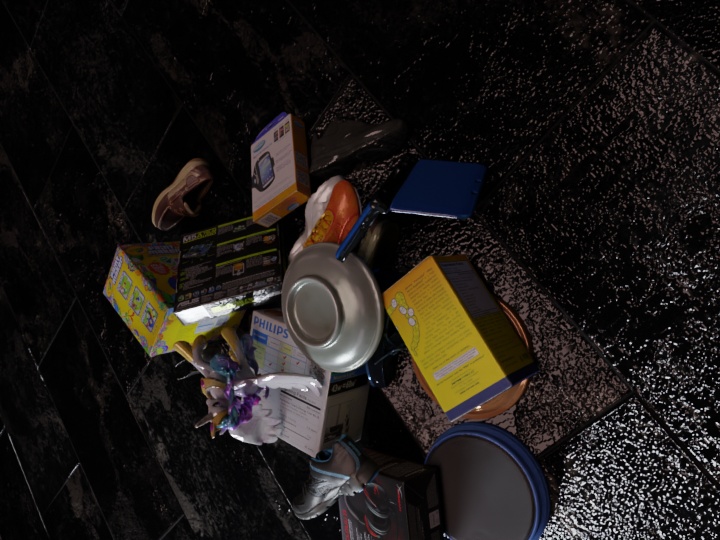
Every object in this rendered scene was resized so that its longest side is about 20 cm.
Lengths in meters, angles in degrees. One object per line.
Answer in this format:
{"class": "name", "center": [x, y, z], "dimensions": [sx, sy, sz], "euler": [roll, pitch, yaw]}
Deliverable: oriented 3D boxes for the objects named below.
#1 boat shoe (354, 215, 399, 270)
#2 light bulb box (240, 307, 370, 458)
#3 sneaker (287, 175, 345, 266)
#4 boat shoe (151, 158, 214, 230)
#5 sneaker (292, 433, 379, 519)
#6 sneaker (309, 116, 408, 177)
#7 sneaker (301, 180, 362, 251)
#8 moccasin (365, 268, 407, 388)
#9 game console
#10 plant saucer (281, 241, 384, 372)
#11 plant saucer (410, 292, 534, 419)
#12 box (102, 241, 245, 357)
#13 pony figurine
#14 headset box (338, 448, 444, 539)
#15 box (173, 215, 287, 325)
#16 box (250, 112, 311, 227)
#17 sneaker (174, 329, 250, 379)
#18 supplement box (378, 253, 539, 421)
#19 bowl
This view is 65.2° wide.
{"class": "boat shoe", "center": [0.000, -0.001, 0.949], "dimensions": [0.066, 0.072, 0.201], "euler": [38, 111, 37]}
{"class": "light bulb box", "center": [-0.094, 0.185, 0.989], "dimensions": [0.198, 0.125, 0.200], "euler": [17, 102, 35]}
{"class": "sneaker", "center": [-0.050, -0.066, 0.983], "dimensions": [0.099, 0.078, 0.200], "euler": [31, 117, 21]}
{"class": "boat shoe", "center": [-0.378, -0.147, 1.209], "dimensions": [0.200, 0.072, 0.072], "euler": [-44, 67, 23]}
{"class": "sneaker", "center": [-0.052, 0.326, 0.892], "dimensions": [0.082, 0.073, 0.200], "euler": [51, 123, 9]}
{"class": "sneaker", "center": [-0.013, -0.222, 0.940], "dimensions": [0.200, 0.076, 0.091], "euler": [-13, 79, 34]}
{"class": "sneaker", "center": [-0.050, -0.047, 0.900], "dimensions": [0.073, 0.077, 0.200], "euler": [20, 98, 43]}
{"class": "moccasin", "center": [0.044, 0.099, 0.904], "dimensions": [0.068, 0.080, 0.200], "euler": [2, 108, 16]}
{"class": "game console", "center": [0.076, -0.085, 0.805], "dimensions": [0.118, 0.200, 0.171], "euler": [35, 124, -1]}
{"class": "plant saucer", "center": [-0.058, 0.059, 0.839], "dimensions": [0.200, 0.050, 0.201], "euler": [8, 103, 37]}
{"class": "plant saucer", "center": [0.162, 0.127, 0.859], "dimensions": [0.200, 0.032, 0.201], "euler": [3, 94, 35]}
{"class": "box", "center": [-0.364, 0.047, 1.126], "dimensions": [0.193, 0.200, 0.122], "euler": [42, 118, 25]}
{"class": "pony figurine", "center": [-0.187, 0.182, 0.884], "dimensions": [0.167, 0.193, 0.200], "euler": [-56, 43, 22]}
{"class": "headset box", "center": [0.037, 0.383, 0.914], "dimensions": [0.200, 0.075, 0.149], "euler": [-6, 89, 52]}
{"class": "box", "center": [-0.232, -0.010, 1.018], "dimensions": [0.200, 0.048, 0.193], "euler": [-16, 46, 4]}
{"class": "box", "center": [-0.149, -0.191, 1.028], "dimensions": [0.119, 0.041, 0.200], "euler": [-28, 54, 34]}
{"class": "sneaker", "center": [-0.275, 0.169, 1.131], "dimensions": [0.200, 0.104, 0.060], "euler": [-25, 79, 35]}
{"class": "supplement box", "center": [0.136, 0.088, 0.789], "dimensions": [0.109, 0.109, 0.200], "euler": [-40, 69, 30]}
{"class": "bowl", "center": [0.182, 0.334, 0.853], "dimensions": [0.200, 0.039, 0.201], "euler": [2, 94, 36]}
